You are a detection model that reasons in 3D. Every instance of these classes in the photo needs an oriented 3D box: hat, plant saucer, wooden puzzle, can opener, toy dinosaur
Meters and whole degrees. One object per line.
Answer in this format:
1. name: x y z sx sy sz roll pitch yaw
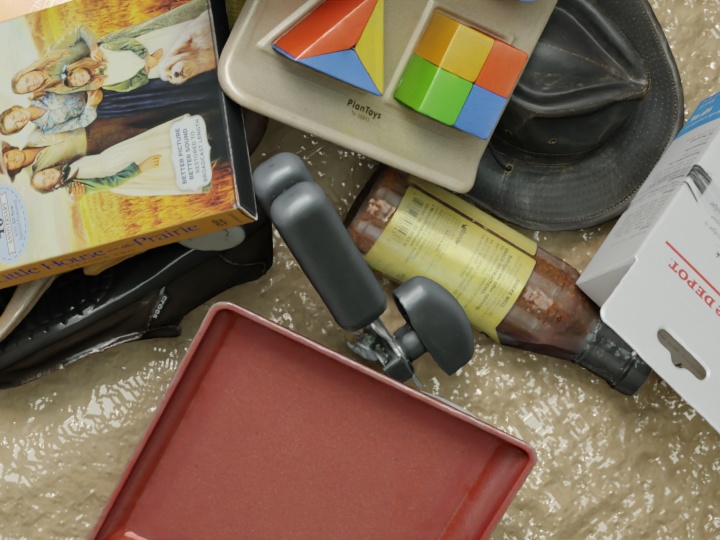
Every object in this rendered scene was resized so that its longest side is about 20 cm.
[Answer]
1. hat: 0.115 -0.121 1.463 0.201 0.081 0.201 3 81 -21
2. plant saucer: -0.030 0.126 1.418 0.200 0.037 0.200 25 118 -8
3. wooden puzzle: 0.038 -0.155 1.345 0.185 0.046 0.200 20 95 -37
4. can opener: 0.000 0.000 1.401 0.066 0.200 0.053 -38 49 0
5. toy dinosaur: -0.171 -0.012 1.400 0.060 0.106 0.200 40 50 -27

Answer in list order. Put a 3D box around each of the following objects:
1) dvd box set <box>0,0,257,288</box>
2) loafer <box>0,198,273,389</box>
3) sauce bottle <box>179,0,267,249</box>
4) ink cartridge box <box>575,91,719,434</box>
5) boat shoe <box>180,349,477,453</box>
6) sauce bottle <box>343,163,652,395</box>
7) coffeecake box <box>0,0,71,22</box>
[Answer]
1. dvd box set: -0.161 -0.073 1.354 0.200 0.029 0.146 -14 71 16
2. loafer: -0.133 0.020 1.430 0.200 0.073 0.071 -26 129 2
3. sauce bottle: -0.082 -0.109 1.398 0.065 0.065 0.200 7 63 -9
4. ink cartridge box: 0.208 -0.003 1.460 0.116 0.068 0.200 44 62 -12
5. boat shoe: -0.007 0.084 1.450 0.200 0.069 0.072 26 82 -7
6. sauce bottle: 0.084 0.009 1.474 0.200 0.066 0.066 32 81 -5
7. coffeecake box: -0.219 -0.218 1.433 0.200 0.073 0.154 23 83 -7
